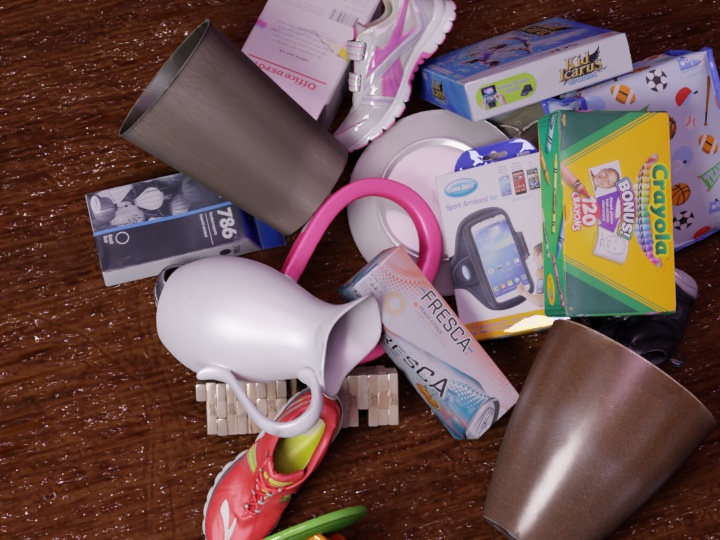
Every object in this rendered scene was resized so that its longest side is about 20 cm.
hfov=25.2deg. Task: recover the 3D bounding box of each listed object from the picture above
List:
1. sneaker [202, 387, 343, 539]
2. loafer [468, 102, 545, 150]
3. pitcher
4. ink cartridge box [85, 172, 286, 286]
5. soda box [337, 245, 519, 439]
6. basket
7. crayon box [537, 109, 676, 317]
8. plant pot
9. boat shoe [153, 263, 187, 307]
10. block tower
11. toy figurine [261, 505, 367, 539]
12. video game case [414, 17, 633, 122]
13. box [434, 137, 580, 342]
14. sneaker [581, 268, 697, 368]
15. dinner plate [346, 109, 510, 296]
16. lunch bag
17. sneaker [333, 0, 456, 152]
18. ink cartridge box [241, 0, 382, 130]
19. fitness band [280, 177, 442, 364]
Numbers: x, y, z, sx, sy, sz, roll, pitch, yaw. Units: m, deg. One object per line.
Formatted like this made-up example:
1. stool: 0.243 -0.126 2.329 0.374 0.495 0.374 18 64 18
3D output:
1. sneaker: -0.089 0.197 1.553 0.077 0.085 0.200 33 94 -4
2. loafer: 0.171 -0.145 1.753 0.200 0.075 0.070 -23 79 -1
3. pitcher: -0.103 0.073 1.543 0.199 0.121 0.172 13 50 22
4. ink cartridge box: -0.186 -0.054 1.717 0.199 0.039 0.100 -14 66 -8
5. soda box: 0.068 0.073 1.610 0.068 0.064 0.200 -41 96 -17
6. basket: -0.124 -0.138 1.657 0.200 0.180 0.136 37 59 -16
7. crayon box: 0.242 -0.055 1.583 0.118 0.058 0.201 -1 88 -16
8. plant pot: 0.211 0.181 1.554 0.187 0.187 0.200 33 81 13
9. boat shoe: -0.122 0.049 1.656 0.200 0.063 0.073 23 64 8
10. block tower: -0.063 0.130 1.616 0.199 0.054 0.058 -2 96 -2
11. toy figurine: -0.054 0.342 1.503 0.200 0.150 0.185 -24 76 12
12. video game case: 0.168 -0.218 1.721 0.181 0.200 0.046 -18 107 -10
13. box: 0.147 -0.033 1.645 0.119 0.041 0.201 -13 84 22
14. sneaker: 0.245 0.047 1.657 0.199 0.076 0.114 7 66 4
15. dinner plate: 0.083 -0.073 1.704 0.199 0.024 0.201 -1 83 6
16. lunch bag: 0.302 -0.115 1.702 0.170 0.124 0.201 -22 102 -12
17. sneaker: 0.018 -0.222 1.734 0.088 0.081 0.200 30 89 -14
18. ink cartridge box: -0.066 -0.233 1.784 0.116 0.068 0.200 22 66 9
19. fitness band: 0.000 0.000 1.646 0.143 0.037 0.200 32 77 -9
